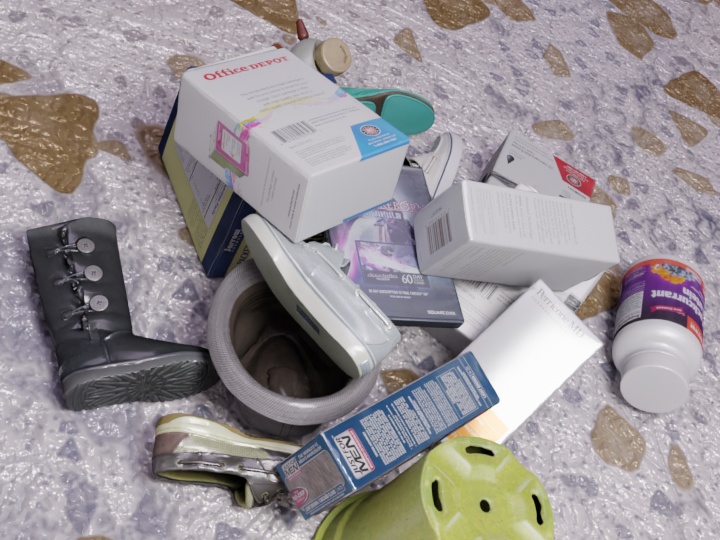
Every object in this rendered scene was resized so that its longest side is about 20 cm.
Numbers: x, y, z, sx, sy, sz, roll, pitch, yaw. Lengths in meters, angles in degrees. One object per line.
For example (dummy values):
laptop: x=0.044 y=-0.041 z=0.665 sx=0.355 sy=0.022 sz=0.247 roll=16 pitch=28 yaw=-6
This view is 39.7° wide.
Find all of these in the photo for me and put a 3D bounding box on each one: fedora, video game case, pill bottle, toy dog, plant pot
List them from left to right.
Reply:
toy dog: x=-0.104 y=-0.271 z=1.321 sx=0.097 sy=0.131 sz=0.200 roll=60 pitch=36 yaw=-3
fedora: x=-0.073 y=0.089 z=1.008 sx=0.175 sy=0.091 sz=0.201 roll=4 pitch=46 yaw=-19
video game case: x=0.027 y=-0.032 z=1.069 sx=0.142 sy=0.019 sz=0.201 roll=4 pitch=59 yaw=-29
plant pot: x=0.075 y=0.252 z=0.906 sx=0.199 sy=0.185 sz=0.202 roll=15 pitch=47 yaw=-17
pill bottle: x=0.383 y=0.081 z=1.282 sx=0.111 sy=0.112 sz=0.201 roll=28 pitch=44 yaw=-5

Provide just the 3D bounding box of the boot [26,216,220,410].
boot: x=-0.241 y=0.036 z=1.012 sx=0.164 sy=0.066 sz=0.201 roll=-2 pitch=49 yaw=-32

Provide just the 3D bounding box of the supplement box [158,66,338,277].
supplement box: x=-0.102 y=-0.116 z=1.165 sx=0.199 sy=0.135 sz=0.201 roll=-4 pitch=55 yaw=-32

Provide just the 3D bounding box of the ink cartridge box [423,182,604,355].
ink cartridge box: x=0.184 y=0.020 z=1.185 sx=0.144 sy=0.084 sz=0.200 roll=38 pitch=73 yaw=6

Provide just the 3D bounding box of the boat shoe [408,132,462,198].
boat shoe: x=0.083 y=-0.123 z=1.327 sx=0.065 sy=0.072 sz=0.201 roll=29 pitch=52 yaw=-9

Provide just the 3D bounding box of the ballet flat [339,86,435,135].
ballet flat: x=0.013 y=-0.229 z=1.383 sx=0.199 sy=0.068 sz=0.070 roll=-4 pitch=36 yaw=-35

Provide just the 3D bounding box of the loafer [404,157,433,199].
loafer: x=0.023 y=-0.139 z=1.265 sx=0.075 sy=0.069 sz=0.200 roll=-33 pitch=50 yaw=-18

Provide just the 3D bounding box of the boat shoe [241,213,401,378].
boat shoe: x=-0.038 y=0.013 z=0.970 sx=0.071 sy=0.070 sz=0.201 roll=-33 pitch=69 yaw=-21

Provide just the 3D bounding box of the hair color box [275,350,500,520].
hair color box: x=0.028 y=0.152 z=0.934 sx=0.199 sy=0.100 sz=0.061 roll=-23 pitch=76 yaw=-39

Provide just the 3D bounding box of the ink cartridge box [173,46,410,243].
ink cartridge box: x=-0.073 y=-0.134 z=1.012 sx=0.144 sy=0.085 sz=0.200 roll=-25 pitch=55 yaw=-40

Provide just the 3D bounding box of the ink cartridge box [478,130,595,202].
ink cartridge box: x=0.222 y=-0.077 z=1.349 sx=0.144 sy=0.084 sz=0.201 roll=31 pitch=45 yaw=-1

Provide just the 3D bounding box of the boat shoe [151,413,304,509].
boat shoe: x=-0.103 y=0.194 z=0.946 sx=0.199 sy=0.072 sz=0.066 roll=20 pitch=57 yaw=-16

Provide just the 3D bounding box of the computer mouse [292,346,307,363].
computer mouse: x=-0.037 y=0.088 z=1.104 sx=0.199 sy=0.034 sz=0.059 roll=-31 pitch=69 yaw=-36

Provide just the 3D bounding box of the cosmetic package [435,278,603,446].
cosmetic package: x=0.152 y=0.116 z=1.074 sx=0.200 sy=0.071 sz=0.101 roll=-43 pitch=81 yaw=-9

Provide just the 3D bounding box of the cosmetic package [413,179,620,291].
cosmetic package: x=0.168 y=-0.034 z=1.070 sx=0.198 sy=0.102 sz=0.075 roll=6 pitch=68 yaw=-29
